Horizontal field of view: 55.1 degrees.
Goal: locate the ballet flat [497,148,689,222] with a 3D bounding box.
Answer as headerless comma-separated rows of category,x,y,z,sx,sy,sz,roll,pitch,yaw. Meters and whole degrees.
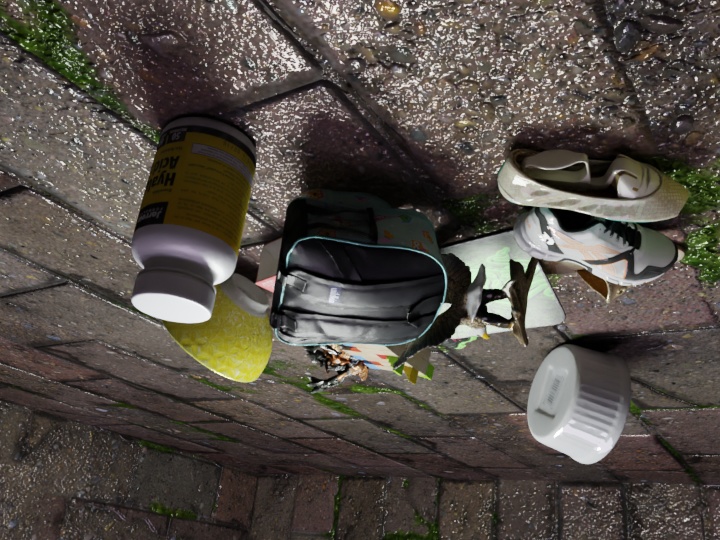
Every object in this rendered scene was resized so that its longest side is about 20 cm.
ballet flat,0.242,-0.090,0.708,0.198,0.068,0.063,4,146,6

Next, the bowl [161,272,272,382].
bowl,-0.207,0.070,1.098,0.108,0.200,0.200,-49,134,10

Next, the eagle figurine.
eagle figurine,0.121,0.050,0.887,0.199,0.152,0.152,-1,113,32

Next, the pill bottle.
pill bottle,-0.180,-0.052,0.737,0.110,0.202,0.112,5,156,2

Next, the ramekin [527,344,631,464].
ramekin,0.378,0.228,1.218,0.097,0.202,0.201,19,154,-8

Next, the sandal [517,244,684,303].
sandal,0.309,0.009,0.898,0.210,0.070,0.078,1,155,13

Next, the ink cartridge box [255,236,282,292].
ink cartridge box,-0.037,0.015,1.008,0.199,0.068,0.116,28,149,-36

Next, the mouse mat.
mouse mat,0.167,0.026,0.960,0.199,0.008,0.162,-15,119,38

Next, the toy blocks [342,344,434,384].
toy blocks,0.031,0.133,1.239,0.136,0.101,0.200,2,155,36

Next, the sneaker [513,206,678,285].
sneaker,0.284,-0.037,0.802,0.198,0.074,0.080,10,154,-8

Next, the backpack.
backpack,0.000,0.000,0.826,0.198,0.154,0.177,8,127,-7

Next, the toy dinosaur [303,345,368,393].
toy dinosaur,-0.035,0.185,1.362,0.135,0.103,0.201,-20,126,16

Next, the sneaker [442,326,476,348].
sneaker,0.140,0.080,1.093,0.083,0.077,0.200,4,155,-3
